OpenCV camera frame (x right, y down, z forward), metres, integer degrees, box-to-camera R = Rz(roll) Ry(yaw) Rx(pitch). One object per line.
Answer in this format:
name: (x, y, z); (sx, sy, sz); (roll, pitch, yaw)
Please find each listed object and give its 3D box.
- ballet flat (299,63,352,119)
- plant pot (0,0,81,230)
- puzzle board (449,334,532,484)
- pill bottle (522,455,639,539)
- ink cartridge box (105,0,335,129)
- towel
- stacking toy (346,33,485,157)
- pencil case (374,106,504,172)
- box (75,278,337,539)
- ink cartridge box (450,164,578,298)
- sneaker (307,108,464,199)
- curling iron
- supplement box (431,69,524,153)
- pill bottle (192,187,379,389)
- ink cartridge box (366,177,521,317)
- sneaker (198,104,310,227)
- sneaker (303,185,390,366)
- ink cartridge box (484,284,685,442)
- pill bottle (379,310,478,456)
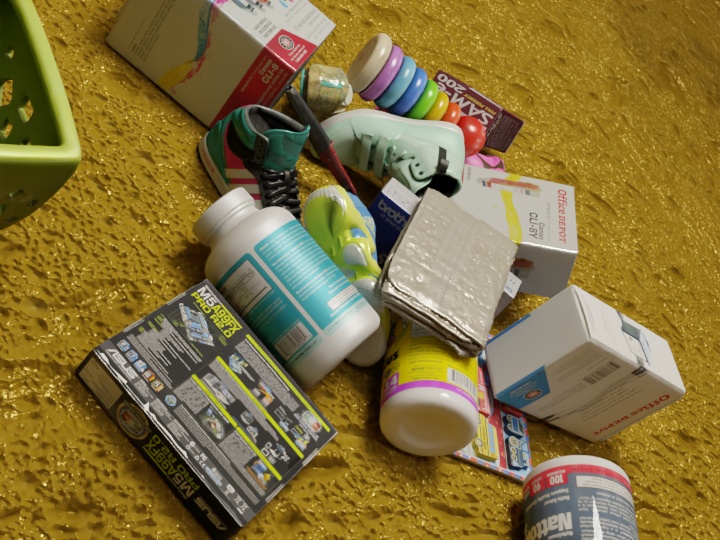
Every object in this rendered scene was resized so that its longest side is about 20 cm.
ballet flat: (-0.043, -0.218, 1.165); (0.071, 0.071, 0.200); (41, 2, -7)
plant pot: (-0.365, -0.114, 0.744); (0.199, 0.181, 0.200); (0, 57, -44)
puzzle board: (0.140, 0.144, 1.122); (0.150, 0.017, 0.201); (25, 42, -25)
pill bottle: (0.232, 0.307, 0.980); (0.119, 0.120, 0.201); (28, 41, -22)
ink cartridge box: (-0.163, -0.281, 1.111); (0.200, 0.145, 0.146); (39, 40, -9)
towel: (0.098, 0.000, 1.034); (0.132, 0.035, 0.200); (33, 42, -3)
stacking toy: (0.080, -0.217, 1.223); (0.200, 0.085, 0.086); (33, 40, -20)
pencil case: (0.100, -0.169, 1.307); (0.199, 0.091, 0.094); (30, 47, -17)
box: (-0.135, 0.122, 0.861); (0.200, 0.044, 0.160); (49, 37, 3)
ink cartridge box: (0.173, -0.057, 1.215); (0.199, 0.084, 0.146); (12, 42, 0)
sneaker: (0.032, -0.136, 1.166); (0.199, 0.074, 0.119); (1, 45, 0)
curling iron: (-0.039, -0.138, 1.116); (0.050, 0.025, 0.200); (-108, 173, -52)
supplement box: (0.165, -0.227, 1.367); (0.109, 0.061, 0.200); (35, 14, 13)
pill bottle: (-0.081, 0.013, 0.954); (0.200, 0.111, 0.111); (50, 38, 4)
ink cartridge box: (0.085, -0.011, 1.133); (0.200, 0.094, 0.044); (39, 37, -1)
sneaker: (-0.090, -0.104, 1.042); (0.083, 0.121, 0.200); (-22, 74, -50)
sneaker: (0.000, 0.000, 1.046); (0.105, 0.075, 0.201); (-28, 107, -67)
ink cartridge box: (0.271, 0.119, 1.143); (0.199, 0.146, 0.086); (26, 40, -36)
pill bottle: (0.077, 0.095, 1.036); (0.104, 0.104, 0.201); (29, 41, -21)
